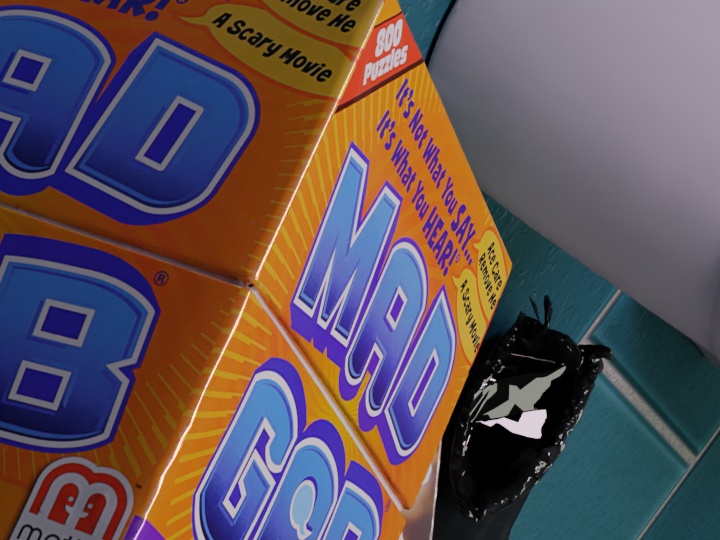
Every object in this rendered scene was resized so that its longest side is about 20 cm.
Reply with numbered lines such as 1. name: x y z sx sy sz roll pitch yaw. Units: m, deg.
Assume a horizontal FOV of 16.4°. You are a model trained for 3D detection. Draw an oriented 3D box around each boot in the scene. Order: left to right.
1. boot: 0.064 0.111 1.324 0.199 0.073 0.162 -62 179 -2

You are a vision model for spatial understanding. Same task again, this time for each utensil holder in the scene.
1. utensil holder: 0.153 -0.069 1.172 0.170 0.200 0.170 -40 151 -27

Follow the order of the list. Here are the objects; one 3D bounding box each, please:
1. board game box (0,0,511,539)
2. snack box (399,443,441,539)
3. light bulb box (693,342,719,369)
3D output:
1. board game box: -0.094 0.016 0.802 0.200 0.199 0.200 -65 158 -17
2. snack box: -0.003 0.169 1.275 0.024 0.072 0.201 -92 -173 -72
3. light bulb box: 0.310 0.036 1.570 0.125 0.198 0.200 -55 156 -3
